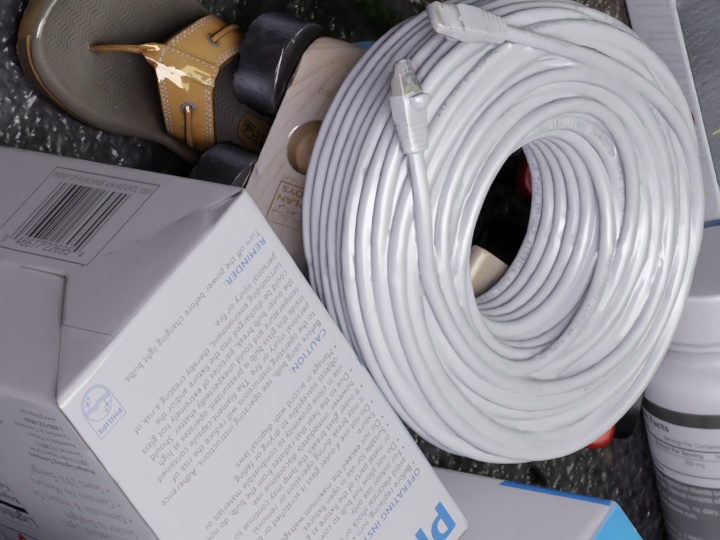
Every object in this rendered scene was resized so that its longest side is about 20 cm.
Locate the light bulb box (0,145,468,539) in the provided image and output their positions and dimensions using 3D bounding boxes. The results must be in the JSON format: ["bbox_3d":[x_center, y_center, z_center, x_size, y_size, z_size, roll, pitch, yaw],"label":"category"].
[{"bbox_3d":[-0.094,0.067,1.235,0.125,0.198,0.200,-49,125,-23],"label":"light bulb box"}]

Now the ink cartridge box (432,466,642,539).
[{"bbox_3d":[0.100,0.198,1.460,0.084,0.146,0.200,-53,125,-26],"label":"ink cartridge box"}]

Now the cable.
[{"bbox_3d":[0.063,-0.019,1.248,0.200,0.069,0.200,-3,102,-43],"label":"cable"}]

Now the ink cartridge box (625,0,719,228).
[{"bbox_3d":[0.240,-0.111,1.610,0.198,0.047,0.200,-31,114,-35],"label":"ink cartridge box"}]

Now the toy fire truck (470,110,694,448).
[{"bbox_3d":[0.096,-0.007,1.395,0.129,0.200,0.176,13,87,-5],"label":"toy fire truck"}]

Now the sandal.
[{"bbox_3d":[-0.071,-0.078,1.330,0.200,0.055,0.082,39,70,-38],"label":"sandal"}]

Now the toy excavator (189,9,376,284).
[{"bbox_3d":[0.000,0.000,1.353,0.195,0.100,0.200,-68,154,-6],"label":"toy excavator"}]

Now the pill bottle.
[{"bbox_3d":[0.209,0.083,1.558,0.114,0.114,0.200,-29,117,-35],"label":"pill bottle"}]
